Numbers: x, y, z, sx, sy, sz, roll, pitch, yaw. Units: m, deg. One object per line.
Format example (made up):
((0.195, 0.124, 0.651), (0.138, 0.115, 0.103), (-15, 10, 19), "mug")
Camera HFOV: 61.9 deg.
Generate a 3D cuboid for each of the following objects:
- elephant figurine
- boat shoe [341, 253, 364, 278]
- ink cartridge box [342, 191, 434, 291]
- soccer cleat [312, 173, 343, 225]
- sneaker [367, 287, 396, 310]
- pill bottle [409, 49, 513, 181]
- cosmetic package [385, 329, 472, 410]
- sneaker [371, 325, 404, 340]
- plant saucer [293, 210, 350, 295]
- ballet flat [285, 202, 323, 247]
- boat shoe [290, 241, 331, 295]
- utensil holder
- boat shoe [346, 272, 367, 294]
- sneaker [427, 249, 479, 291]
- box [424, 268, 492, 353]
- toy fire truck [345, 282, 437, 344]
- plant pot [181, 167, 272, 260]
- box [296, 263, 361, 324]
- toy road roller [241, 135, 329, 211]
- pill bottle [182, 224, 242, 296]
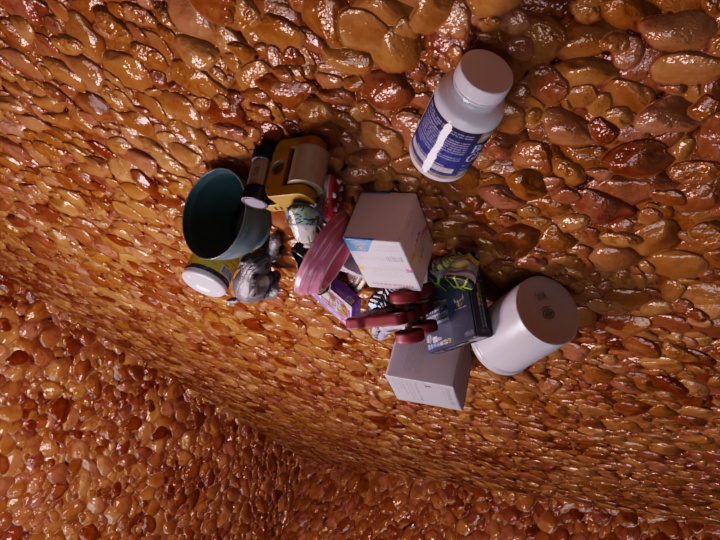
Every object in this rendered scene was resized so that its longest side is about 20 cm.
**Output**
((-0.278, -0.001, 1.563), (0.140, 0.157, 0.200), (9, 160, 0), "elephant figurine")
((-0.047, -0.031, 1.413), (0.199, 0.072, 0.066), (24, 156, 20), "boat shoe")
((0.068, -0.053, 1.273), (0.127, 0.126, 0.201), (6, 148, 25), "ink cartridge box")
((-0.085, -0.140, 1.287), (0.084, 0.069, 0.200), (14, 155, 3), "soccer cleat")
((0.082, 0.028, 1.471), (0.073, 0.082, 0.201), (42, 135, 9), "sneaker")
((0.154, -0.235, 0.923), (0.110, 0.112, 0.200), (22, 152, -3), "pill bottle")
((0.199, 0.274, 1.705), (0.198, 0.168, 0.168), (6, 148, 23), "cosmetic package")
((0.094, 0.145, 1.644), (0.114, 0.076, 0.201), (17, 148, 12), "sneaker")
((-0.067, -0.028, 1.274), (0.051, 0.201, 0.201), (31, 152, 7), "plant saucer")
((-0.106, -0.082, 1.206), (0.073, 0.075, 0.200), (16, 175, 8), "ballet flat")
((-0.119, -0.003, 1.419), (0.073, 0.063, 0.202), (30, 153, 28), "boat shoe")
((0.365, 0.126, 1.346), (0.169, 0.171, 0.200), (24, 150, -8), "utensil holder")
((0.000, 0.000, 1.481), (0.072, 0.072, 0.200), (46, 152, 3), "boat shoe")
((0.200, -0.002, 1.340), (0.075, 0.077, 0.199), (34, 167, -26), "sneaker")
((0.216, 0.098, 1.404), (0.051, 0.160, 0.200), (3, 161, -29), "box")
((0.078, 0.097, 1.369), (0.166, 0.114, 0.199), (-5, -174, 29), "toy fire truck")
((-0.285, -0.114, 1.357), (0.199, 0.203, 0.134), (-1, 171, 34), "plant pot")
((-0.083, 0.052, 1.558), (0.200, 0.039, 0.137), (40, 156, 18), "box")
((-0.130, -0.176, 1.208), (0.198, 0.124, 0.146), (-2, 159, 35), "toy road roller")
((-0.343, -0.048, 1.467), (0.113, 0.202, 0.115), (15, 151, 8), "pill bottle")
